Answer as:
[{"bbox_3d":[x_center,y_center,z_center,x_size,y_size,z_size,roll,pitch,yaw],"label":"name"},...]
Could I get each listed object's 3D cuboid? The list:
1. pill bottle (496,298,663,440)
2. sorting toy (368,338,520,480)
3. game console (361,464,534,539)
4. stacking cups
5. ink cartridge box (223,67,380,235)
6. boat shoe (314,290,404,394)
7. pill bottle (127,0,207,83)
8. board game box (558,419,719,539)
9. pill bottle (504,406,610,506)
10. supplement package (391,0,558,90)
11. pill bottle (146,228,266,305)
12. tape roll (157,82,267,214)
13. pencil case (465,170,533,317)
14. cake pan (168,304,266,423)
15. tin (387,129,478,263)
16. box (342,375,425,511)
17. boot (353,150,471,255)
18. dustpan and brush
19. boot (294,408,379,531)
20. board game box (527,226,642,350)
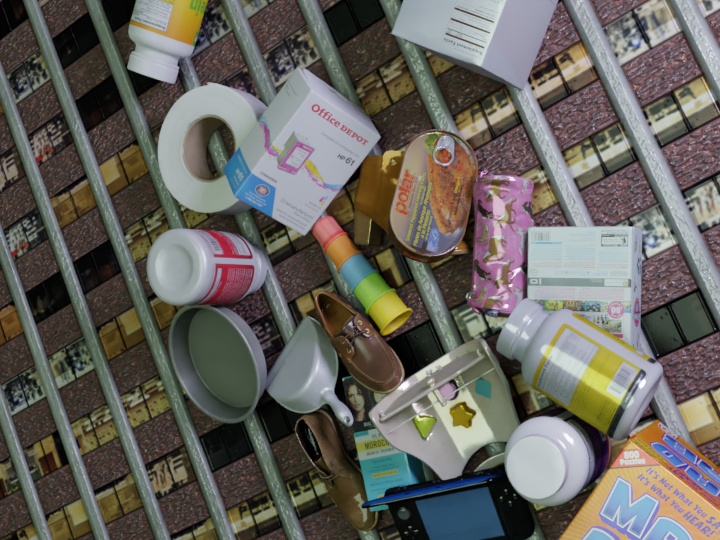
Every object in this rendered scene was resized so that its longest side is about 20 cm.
[{"bbox_3d":[0.278,0.121,1.363,0.198,0.112,0.113,32,103,22],"label":"pill bottle"},{"bbox_3d":[0.145,0.217,1.510,0.198,0.107,0.182,-32,92,15],"label":"sorting toy"},{"bbox_3d":[0.124,0.343,1.463,0.197,0.119,0.173,-15,110,19],"label":"game console"},{"bbox_3d":[0.000,0.000,1.599,0.060,0.060,0.201,-41,71,20],"label":"stacking cups"},{"bbox_3d":[-0.088,-0.176,1.584,0.201,0.143,0.085,-52,35,16],"label":"ink cartridge box"},{"bbox_3d":[-0.010,0.103,1.561,0.072,0.068,0.200,-40,52,-2],"label":"boat shoe"},{"bbox_3d":[-0.312,-0.413,1.720,0.110,0.111,0.203,22,100,24],"label":"pill bottle"},{"bbox_3d":[0.381,0.340,1.333,0.199,0.199,0.202,38,105,21],"label":"board game box"},{"bbox_3d":[0.256,0.243,1.393,0.111,0.199,0.115,0,90,26],"label":"pill bottle"},{"bbox_3d":[0.170,-0.378,1.440,0.145,0.190,0.203,25,100,24],"label":"supplement package"},{"bbox_3d":[-0.229,-0.004,1.629,0.110,0.199,0.115,0,89,26],"label":"pill bottle"},{"bbox_3d":[-0.226,-0.193,1.700,0.199,0.071,0.207,0,90,26],"label":"tape roll"},{"bbox_3d":[0.197,-0.036,1.488,0.082,0.086,0.204,4,91,47],"label":"pencil case"},{"bbox_3d":[-0.224,0.143,1.682,0.198,0.037,0.204,16,118,33],"label":"cake pan"},{"bbox_3d":[0.101,-0.106,1.505,0.110,0.042,0.203,18,66,-6],"label":"tin"},{"bbox_3d":[0.037,0.250,1.583,0.081,0.049,0.204,-15,83,25],"label":"box"},{"bbox_3d":[0.077,-0.101,1.553,0.198,0.070,0.147,9,93,28],"label":"boot"},{"bbox_3d":[-0.066,0.174,1.603,0.141,0.057,0.200,-57,31,8],"label":"dustpan and brush"},{"bbox_3d":[-0.041,0.309,1.608,0.073,0.075,0.202,-34,77,20],"label":"boot"},{"bbox_3d":[0.305,0.043,1.446,0.145,0.064,0.204,1,90,26],"label":"board game box"}]
